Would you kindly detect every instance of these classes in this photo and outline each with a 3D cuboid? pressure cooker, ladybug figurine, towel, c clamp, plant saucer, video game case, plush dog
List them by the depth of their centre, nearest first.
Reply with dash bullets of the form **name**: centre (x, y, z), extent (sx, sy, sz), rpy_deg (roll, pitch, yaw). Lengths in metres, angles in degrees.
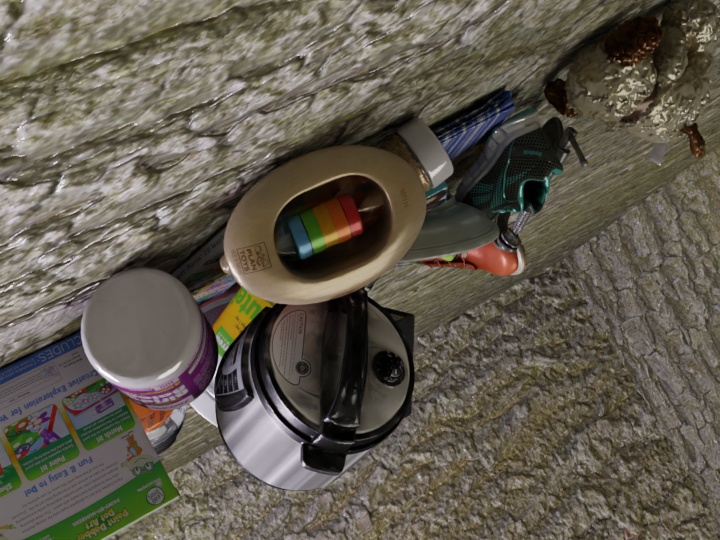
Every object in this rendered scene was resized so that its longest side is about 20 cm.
- **ladybug figurine**: centre (-0.038, -0.045, 1.114), extent (0.197, 0.138, 0.072), rpy_deg (-19, -159, -10)
- **pressure cooker**: centre (-0.041, 0.110, 1.217), extent (0.178, 0.177, 0.200), rpy_deg (-29, 170, -35)
- **video game case**: centre (-0.136, -0.014, 1.274), extent (0.199, 0.018, 0.142), rpy_deg (-37, 170, 35)
- **towel**: centre (0.071, -0.130, 1.339), extent (0.198, 0.024, 0.145), rpy_deg (-28, 174, -12)
- **plush dog**: centre (0.302, -0.205, 1.358), extent (0.170, 0.163, 0.200), rpy_deg (7, 149, -31)
- **plant saucer**: centre (0.057, -0.055, 1.379), extent (0.197, 0.051, 0.200), rpy_deg (-7, -167, 2)
- **c clamp**: centre (0.205, -0.100, 1.460), extent (0.172, 0.027, 0.201), rpy_deg (-87, -159, -53)

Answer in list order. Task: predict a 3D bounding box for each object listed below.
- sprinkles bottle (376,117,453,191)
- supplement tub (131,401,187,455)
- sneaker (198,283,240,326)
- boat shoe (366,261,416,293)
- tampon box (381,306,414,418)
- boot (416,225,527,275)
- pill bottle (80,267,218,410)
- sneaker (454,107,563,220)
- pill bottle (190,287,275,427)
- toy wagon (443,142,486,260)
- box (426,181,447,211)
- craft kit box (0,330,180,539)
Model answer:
- **sprinkles bottle**: centre (-0.005, -0.065, 1.193), extent (0.199, 0.069, 0.068), rpy_deg (-37, 172, -3)
- **supplement tub**: centre (-0.266, 0.157, 1.451), extent (0.121, 0.124, 0.200), rpy_deg (-28, 172, -16)
- **sneaker**: centre (-0.136, 0.058, 1.454), extent (0.198, 0.088, 0.074), rpy_deg (-31, 171, 0)
- **boat shoe**: centre (0.000, 0.000, 1.466), extent (0.198, 0.069, 0.071), rpy_deg (-12, -176, 46)
- **tampon box**: centre (-0.041, 0.125, 1.672), extent (0.198, 0.152, 0.126), rpy_deg (12, -160, 35)
- **boot**: centre (0.137, -0.027, 1.669), extent (0.106, 0.076, 0.199), rpy_deg (-25, -150, -32)
- **pill bottle**: centre (-0.198, 0.076, 1.194), extent (0.111, 0.113, 0.200), rpy_deg (-29, 165, -6)
- **sneaker**: centre (0.171, -0.094, 1.400), extent (0.077, 0.092, 0.201), rpy_deg (-25, 161, -24)
- **pill bottle**: centre (-0.112, 0.080, 1.379), extent (0.201, 0.111, 0.111), rpy_deg (-53, 169, 6)
- **toy wagon**: centre (0.157, -0.101, 1.545), extent (0.155, 0.039, 0.201), rpy_deg (-49, 165, -22)
- **box**: centre (-0.006, -0.051, 1.269), extent (0.198, 0.050, 0.082), rpy_deg (-29, 172, -1)
- **craft kit box**: centre (-0.311, 0.188, 1.211), extent (0.198, 0.199, 0.049), rpy_deg (-26, 170, -25)
